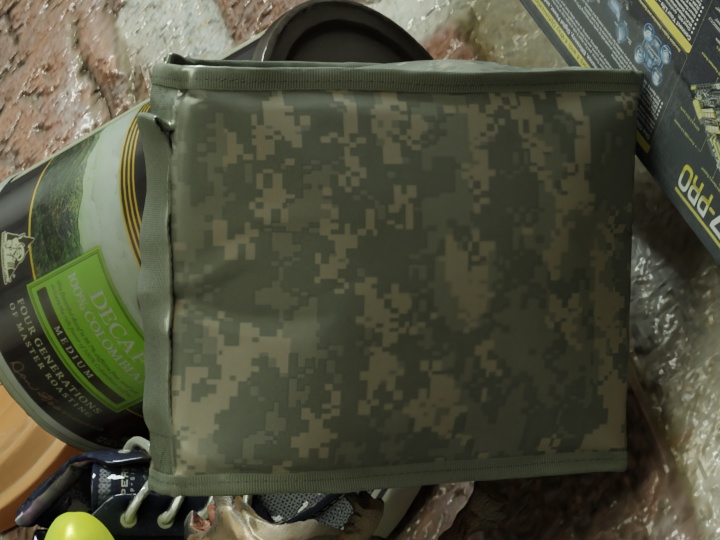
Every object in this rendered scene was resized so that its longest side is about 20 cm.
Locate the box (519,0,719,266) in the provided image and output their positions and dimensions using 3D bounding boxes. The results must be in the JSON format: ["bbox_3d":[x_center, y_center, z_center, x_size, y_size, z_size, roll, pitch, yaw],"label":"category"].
[{"bbox_3d":[0.142,-0.113,1.065,0.200,0.049,0.162,57,139,36],"label":"box"}]

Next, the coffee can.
[{"bbox_3d":[-0.060,-0.015,1.249,0.200,0.146,0.147,-26,47,38],"label":"coffee can"}]

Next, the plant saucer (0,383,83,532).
[{"bbox_3d":[-0.186,0.042,1.457,0.200,0.032,0.201,-29,46,36],"label":"plant saucer"}]

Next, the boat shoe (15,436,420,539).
[{"bbox_3d":[-0.066,0.102,1.219,0.200,0.093,0.075,-35,43,30],"label":"boat shoe"}]

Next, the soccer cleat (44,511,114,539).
[{"bbox_3d":[-0.091,0.198,1.171,0.083,0.065,0.201,-13,80,21],"label":"soccer cleat"}]

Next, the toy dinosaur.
[{"bbox_3d":[-0.007,0.157,1.096,0.136,0.086,0.201,-50,30,31],"label":"toy dinosaur"}]

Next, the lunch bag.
[{"bbox_3d":[0.000,0.000,1.077,0.117,0.199,0.165,9,98,59],"label":"lunch bag"}]
